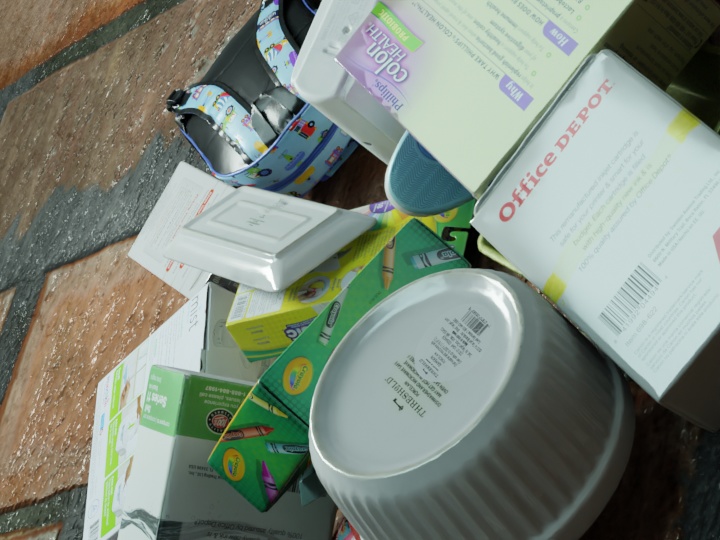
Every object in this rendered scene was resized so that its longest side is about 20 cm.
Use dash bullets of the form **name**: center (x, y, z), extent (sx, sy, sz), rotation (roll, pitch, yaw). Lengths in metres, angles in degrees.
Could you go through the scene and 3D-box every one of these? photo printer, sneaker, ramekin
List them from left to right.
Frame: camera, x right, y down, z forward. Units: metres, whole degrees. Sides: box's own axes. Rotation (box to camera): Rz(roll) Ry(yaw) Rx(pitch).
- **photo printer**: center (0.042, -0.170, 1.556), extent (0.069, 0.200, 0.168), rotation (19, 82, 35)
- **ramekin**: center (0.060, 0.093, 1.225), extent (0.199, 0.105, 0.201), rotation (-27, 37, 22)
- **sneaker**: center (0.089, -0.110, 1.502), extent (0.200, 0.080, 0.131), rotation (-45, 1, -11)

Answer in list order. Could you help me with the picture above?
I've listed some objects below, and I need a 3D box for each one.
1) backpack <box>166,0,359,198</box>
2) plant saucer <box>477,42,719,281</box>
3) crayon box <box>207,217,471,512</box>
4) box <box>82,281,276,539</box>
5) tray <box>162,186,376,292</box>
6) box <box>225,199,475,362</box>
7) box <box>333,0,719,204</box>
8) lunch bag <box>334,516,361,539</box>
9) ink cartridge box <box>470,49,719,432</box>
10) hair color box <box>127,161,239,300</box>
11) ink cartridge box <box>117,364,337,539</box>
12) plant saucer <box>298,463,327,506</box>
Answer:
- **backpack**: center (-0.061, -0.143, 1.749), extent (0.183, 0.134, 0.200), rotation (-49, 30, 6)
- **plant saucer**: center (0.188, -0.067, 1.372), extent (0.201, 0.048, 0.200), rotation (-60, 27, 2)
- **crayon box**: center (-0.014, 0.065, 1.377), extent (0.200, 0.058, 0.119), rotation (-46, -7, -38)
- **box**: center (-0.150, 0.143, 1.685), extent (0.176, 0.096, 0.201), rotation (-40, 34, 32)
- **tray**: center (-0.080, -0.033, 1.590), extent (0.107, 0.022, 0.199), rotation (-35, 25, -23)
- **box**: center (0.000, 0.000, 1.548), extent (0.199, 0.049, 0.118), rotation (-15, 37, 26)
- **box**: center (0.113, -0.159, 1.339), extent (0.200, 0.096, 0.176), rotation (-51, 52, 8)
- **lunch bag**: center (0.054, 0.199, 1.325), extent (0.177, 0.081, 0.200), rotation (-58, 26, 13)
- **ink cartridge box**: center (0.186, -0.022, 1.223), extent (0.146, 0.083, 0.200), rotation (-52, 50, 10)
- **hair color box**: center (-0.141, -0.026, 1.863), extent (0.111, 0.064, 0.200), rotation (-60, 27, -1)
- **ink cartridge box**: center (-0.099, 0.183, 1.467), extent (0.083, 0.145, 0.202), rotation (7, 85, 63)
- **plant saucer**: center (0.017, 0.097, 1.441), extent (0.070, 0.019, 0.200), rotation (-35, 9, 39)
